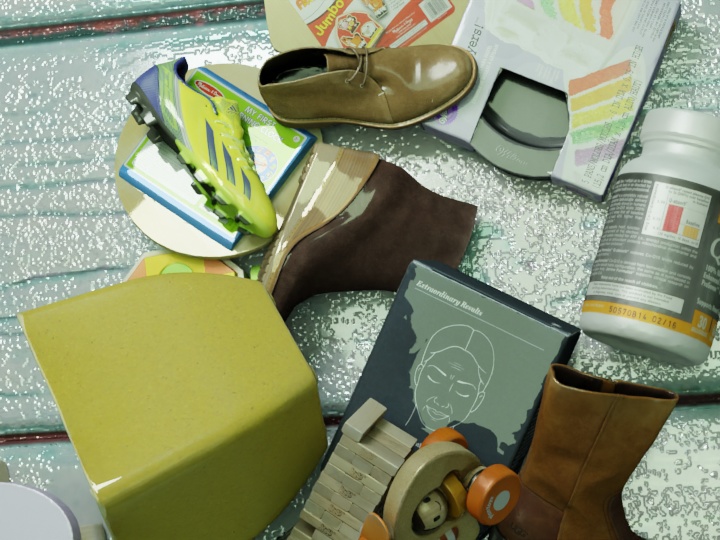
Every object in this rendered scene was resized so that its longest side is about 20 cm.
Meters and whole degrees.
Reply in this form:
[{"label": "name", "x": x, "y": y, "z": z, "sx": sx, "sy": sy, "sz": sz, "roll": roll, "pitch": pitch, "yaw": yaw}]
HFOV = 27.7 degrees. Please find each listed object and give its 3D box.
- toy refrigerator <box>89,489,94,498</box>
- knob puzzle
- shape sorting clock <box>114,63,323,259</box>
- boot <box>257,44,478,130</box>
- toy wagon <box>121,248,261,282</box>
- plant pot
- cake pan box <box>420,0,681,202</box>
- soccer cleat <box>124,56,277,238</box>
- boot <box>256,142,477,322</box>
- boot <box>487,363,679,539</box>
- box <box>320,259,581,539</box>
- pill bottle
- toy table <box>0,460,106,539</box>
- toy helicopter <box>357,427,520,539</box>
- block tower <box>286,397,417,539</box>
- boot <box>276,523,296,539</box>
[{"label": "toy refrigerator", "x": -0.148, "y": 0.253, "z": 1.303, "sx": 0.076, "sy": 0.070, "sz": 0.200, "roll": -40, "pitch": 77, "yaw": -6}, {"label": "knob puzzle", "x": -0.005, "y": -0.269, "z": 1.372, "sx": 0.217, "sy": 0.030, "sz": 0.222, "roll": 0, "pitch": 91, "yaw": -2}, {"label": "shape sorting clock", "x": -0.132, "y": -0.103, "z": 1.365, "sx": 0.198, "sy": 0.039, "sz": 0.202, "roll": -3, "pitch": 71, "yaw": 7}, {"label": "boot", "x": 0.004, "y": -0.170, "z": 1.297, "sx": 0.198, "sy": 0.075, "sz": 0.074, "roll": -7, "pitch": 71, "yaw": 12}, {"label": "toy wagon", "x": -0.155, "y": 0.078, "z": 1.347, "sx": 0.153, "sy": 0.040, "sz": 0.202, "roll": -9, "pitch": 78, "yaw": 9}, {"label": "plant pot", "x": -0.139, "y": 0.117, "z": 1.202, "sx": 0.198, "sy": 0.195, "sz": 0.196, "roll": -25, "pitch": 56, "yaw": -13}, {"label": "cake pan box", "x": 0.170, "y": -0.181, "z": 1.322, "sx": 0.183, "sy": 0.052, "sz": 0.202, "roll": 24, "pitch": 89, "yaw": 12}, {"label": "soccer cleat", "x": -0.130, "y": -0.115, "z": 1.315, "sx": 0.083, "sy": 0.065, "sz": 0.200, "roll": -37, "pitch": 71, "yaw": -13}, {"label": "boot", "x": 0.000, "y": 0.000, "z": 1.306, "sx": 0.165, "sy": 0.072, "sz": 0.202, "roll": 24, "pitch": 91, "yaw": -9}, {"label": "boot", "x": 0.214, "y": 0.174, "z": 1.190, "sx": 0.186, "sy": 0.069, "sz": 0.202, "roll": 18, "pitch": 119, "yaw": 0}, {"label": "box", "x": 0.079, "y": 0.111, "z": 1.249, "sx": 0.147, "sy": 0.107, "sz": 0.202, "roll": 26, "pitch": 97, "yaw": 13}, {"label": "pill bottle", "x": 0.266, "y": -0.029, "z": 1.252, "sx": 0.115, "sy": 0.116, "sz": 0.202, "roll": 15, "pitch": 84, "yaw": 12}, {"label": "toy table", "x": -0.329, "y": 0.261, "z": 1.307, "sx": 0.198, "sy": 0.117, "sz": 0.186, "roll": -5, "pitch": 80, "yaw": 10}, {"label": "toy helicopter", "x": 0.040, "y": 0.228, "z": 1.149, "sx": 0.079, "sy": 0.131, "sz": 0.202, "roll": 32, "pitch": 119, "yaw": 40}, {"label": "block tower", "x": -0.019, "y": 0.205, "z": 1.200, "sx": 0.057, "sy": 0.054, "sz": 0.201, "roll": 30, "pitch": 116, "yaw": 11}, {"label": "boot", "x": 0.028, "y": 0.255, "z": 1.265, "sx": 0.199, "sy": 0.069, "sz": 0.175, "roll": -34, "pitch": 76, "yaw": 10}]
